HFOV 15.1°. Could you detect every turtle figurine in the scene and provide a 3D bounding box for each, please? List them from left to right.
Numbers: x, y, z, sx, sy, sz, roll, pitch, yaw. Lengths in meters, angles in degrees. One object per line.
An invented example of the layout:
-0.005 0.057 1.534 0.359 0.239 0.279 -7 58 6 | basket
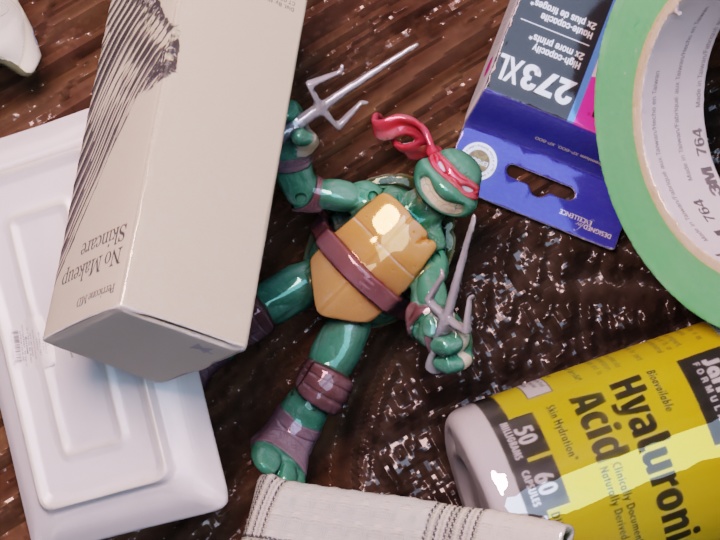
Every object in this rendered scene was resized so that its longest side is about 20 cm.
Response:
0.000 0.000 1.285 0.150 0.101 0.200 45 101 17 | turtle figurine

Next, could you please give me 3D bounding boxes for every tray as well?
-0.135 0.027 1.281 0.107 0.022 0.200 -16 84 22 | tray

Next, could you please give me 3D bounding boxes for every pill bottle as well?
0.149 0.087 1.287 0.200 0.111 0.111 -19 88 -7 | pill bottle

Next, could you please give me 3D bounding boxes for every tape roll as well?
0.194 -0.069 1.229 0.048 0.200 0.201 -9 86 -41 | tape roll

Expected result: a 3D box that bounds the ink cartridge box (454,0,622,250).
0.120 -0.120 1.337 0.095 0.037 0.200 21 86 -4 | ink cartridge box

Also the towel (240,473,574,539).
0.015 0.196 1.204 0.200 0.035 0.193 9 76 27 | towel

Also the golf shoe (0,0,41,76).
-0.240 -0.072 1.282 0.200 0.078 0.097 -40 104 -1 | golf shoe

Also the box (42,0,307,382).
-0.083 -0.057 1.240 0.068 0.082 0.200 21 65 -28 | box
